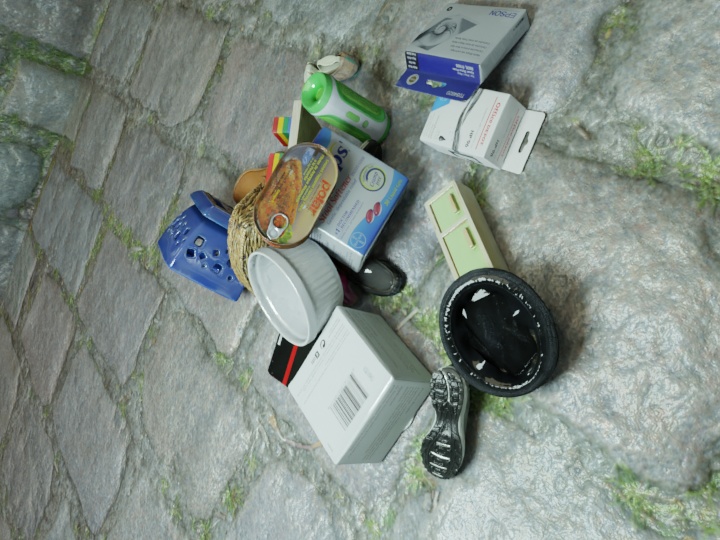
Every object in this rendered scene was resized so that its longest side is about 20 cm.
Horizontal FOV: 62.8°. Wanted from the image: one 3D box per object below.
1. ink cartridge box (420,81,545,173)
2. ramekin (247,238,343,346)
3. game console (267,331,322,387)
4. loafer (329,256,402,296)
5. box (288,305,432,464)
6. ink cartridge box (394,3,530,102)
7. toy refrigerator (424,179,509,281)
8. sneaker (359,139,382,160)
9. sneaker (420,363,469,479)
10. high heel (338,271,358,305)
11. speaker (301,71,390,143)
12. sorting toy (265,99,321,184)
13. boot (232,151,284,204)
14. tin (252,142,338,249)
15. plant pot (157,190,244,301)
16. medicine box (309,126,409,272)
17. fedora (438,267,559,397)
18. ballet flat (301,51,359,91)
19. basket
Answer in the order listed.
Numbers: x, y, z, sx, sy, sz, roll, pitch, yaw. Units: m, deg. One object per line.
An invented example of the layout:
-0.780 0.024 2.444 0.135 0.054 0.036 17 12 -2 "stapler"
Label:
0.213 -0.257 1.052 0.198 0.067 0.118 28 98 44 "ink cartridge box"
-0.119 0.031 1.134 0.199 0.104 0.203 38 145 33 "ramekin"
-0.127 0.163 1.298 0.175 0.031 0.205 20 92 51 "game console"
0.000 0.000 1.185 0.198 0.072 0.074 21 92 44 "loafer"
-0.002 0.211 1.089 0.201 0.129 0.200 -57 47 16 "box"
0.178 -0.411 1.094 0.198 0.041 0.201 29 75 43 "ink cartridge box"
0.184 -0.050 1.024 0.075 0.069 0.204 -36 56 31 "toy refrigerator"
-0.039 -0.210 1.276 0.116 0.075 0.203 47 114 38 "sneaker"
0.150 0.252 0.983 0.072 0.079 0.205 13 103 25 "sneaker"
-0.095 0.024 1.239 0.198 0.096 0.068 15 62 50 "high heel"
-0.027 -0.327 1.209 0.087 0.198 0.091 -13 70 40 "speaker"
-0.137 -0.231 1.283 0.068 0.199 0.205 2 78 14 "sorting toy"
-0.245 -0.189 1.449 0.199 0.073 0.157 -38 42 26 "boot"
-0.113 -0.132 1.049 0.110 0.042 0.203 26 73 6 "tin"
-0.360 -0.071 1.450 0.182 0.198 0.200 -57 34 5 "plant pot"
-0.037 -0.134 1.130 0.197 0.103 0.184 31 73 3 "medicine box"
0.219 0.089 0.919 0.196 0.091 0.206 6 103 29 "fedora"
-0.089 -0.474 1.401 0.197 0.066 0.070 -9 72 42 "ballet flat"
-0.237 -0.058 1.327 0.149 0.141 0.203 41 146 41 "basket"
